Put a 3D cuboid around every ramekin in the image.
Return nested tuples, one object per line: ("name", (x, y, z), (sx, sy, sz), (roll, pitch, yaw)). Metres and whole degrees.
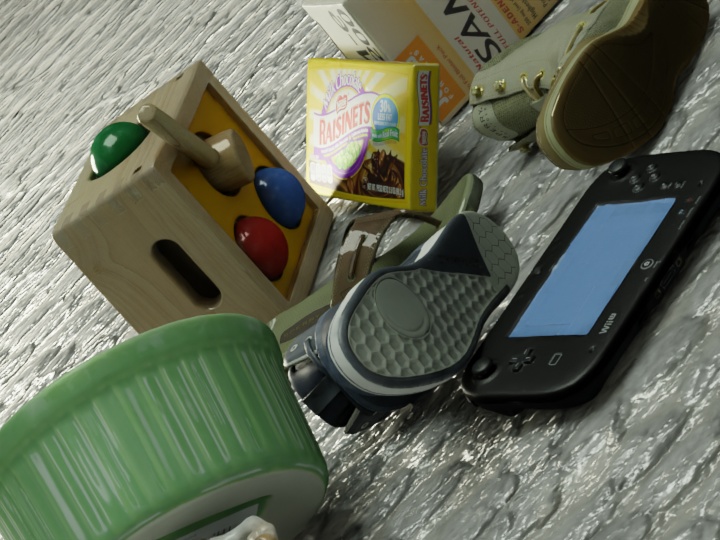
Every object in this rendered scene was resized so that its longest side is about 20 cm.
("ramekin", (-0.115, 0.123, 1.602), (0.199, 0.098, 0.200), (-27, -22, -12))

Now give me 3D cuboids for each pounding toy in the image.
("pounding toy", (-0.116, -0.050, 1.952), (0.142, 0.200, 0.184), (-31, 22, 26))

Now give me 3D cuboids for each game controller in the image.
("game controller", (0.136, 0.004, 1.586), (0.104, 0.042, 0.200), (-15, 33, 53))

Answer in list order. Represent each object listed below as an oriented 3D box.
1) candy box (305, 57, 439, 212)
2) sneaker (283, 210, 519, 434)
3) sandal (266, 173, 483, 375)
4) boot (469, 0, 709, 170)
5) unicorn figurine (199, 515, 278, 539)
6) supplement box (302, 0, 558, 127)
("candy box", (0.007, -0.099, 1.991), (0.200, 0.026, 0.103), (-168, 80, -67))
("sneaker", (0.003, 0.053, 1.624), (0.146, 0.077, 0.202), (-40, -2, 31))
("sandal", (-0.001, 0.001, 1.834), (0.200, 0.057, 0.080), (-35, 20, 19))
("boot", (0.129, -0.112, 1.806), (0.154, 0.072, 0.200), (-23, 22, 42))
("unicorn figurine", (-0.079, 0.184, 1.492), (0.200, 0.074, 0.137), (-37, 12, -31))
("supplement box", (0.072, -0.218, 2.063), (0.200, 0.126, 0.073), (-48, 21, -16))
